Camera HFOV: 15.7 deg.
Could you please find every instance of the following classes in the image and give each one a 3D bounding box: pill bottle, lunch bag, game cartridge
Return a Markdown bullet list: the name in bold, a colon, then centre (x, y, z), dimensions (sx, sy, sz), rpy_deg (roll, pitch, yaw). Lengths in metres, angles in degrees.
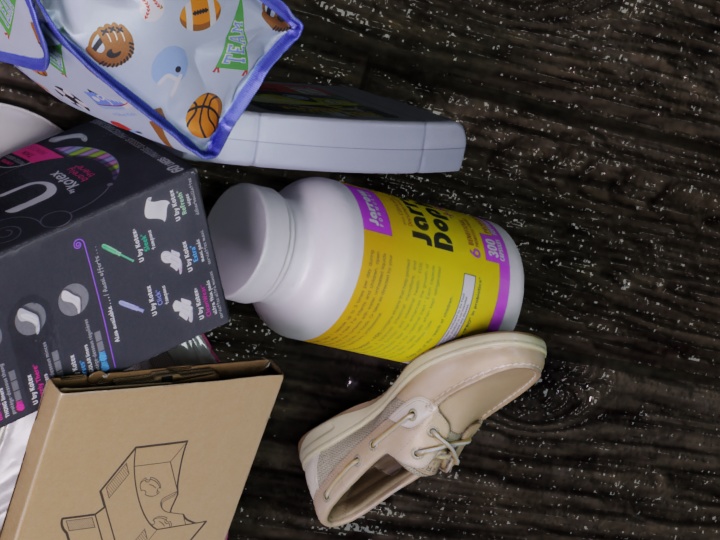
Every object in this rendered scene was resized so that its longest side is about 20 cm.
- **pill bottle**: centre (0.000, 0.000, 1.661), dimensions (0.200, 0.104, 0.105), rpy_deg (13, 99, -36)
- **lunch bag**: centre (-0.165, -0.161, 1.458), dimensions (0.200, 0.170, 0.124), rpy_deg (39, 79, -37)
- **game cartridge**: centre (-0.042, -0.088, 1.585), dimensions (0.200, 0.133, 0.041), rpy_deg (1, 107, -34)

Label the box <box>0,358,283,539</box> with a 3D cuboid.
- **box**: centre (-0.139, 0.144, 1.532), dimensions (0.163, 0.021, 0.200), rpy_deg (-4, 123, -41)

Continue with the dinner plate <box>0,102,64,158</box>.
- **dinner plate**: centre (-0.234, -0.002, 1.558), dimensions (0.200, 0.024, 0.201), rpy_deg (-12, 112, -31)

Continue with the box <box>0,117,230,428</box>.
- **box**: centre (-0.195, 0.005, 1.495), dimensions (0.200, 0.122, 0.106), rpy_deg (-25, 120, -25)

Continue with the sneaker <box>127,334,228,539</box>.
- **sneaker**: centre (-0.134, 0.101, 1.618), dimensions (0.088, 0.081, 0.200), rpy_deg (-15, 120, -25)

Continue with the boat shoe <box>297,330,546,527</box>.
- **boat shoe**: centre (0.043, 0.103, 1.681), dimensions (0.200, 0.065, 0.072), rpy_deg (-31, 145, 30)

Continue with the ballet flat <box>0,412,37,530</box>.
- **ballet flat**: centre (-0.242, 0.149, 1.585), dimensions (0.069, 0.069, 0.200), rpy_deg (34, 90, -36)
